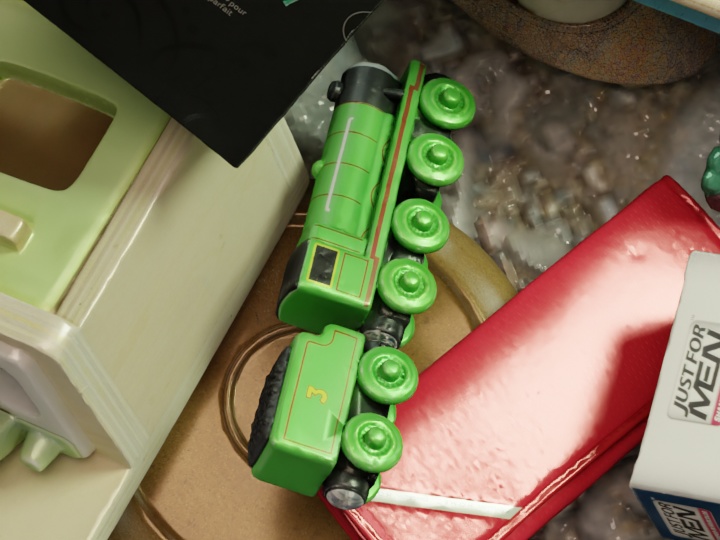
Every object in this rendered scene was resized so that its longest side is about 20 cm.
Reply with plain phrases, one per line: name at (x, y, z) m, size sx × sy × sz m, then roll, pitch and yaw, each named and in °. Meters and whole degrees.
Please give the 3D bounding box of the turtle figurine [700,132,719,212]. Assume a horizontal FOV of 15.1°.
turtle figurine at (0.243, -0.025, 1.063) m, size 0.200 × 0.101 × 0.150 m, roll 24°, pitch 42°, yaw 22°

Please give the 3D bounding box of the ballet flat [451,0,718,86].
ballet flat at (0.056, -0.138, 1.120) m, size 0.200 × 0.067 × 0.068 m, roll 26°, pitch 76°, yaw 9°

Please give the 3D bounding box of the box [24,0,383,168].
box at (-0.015, -0.166, 0.945) m, size 0.124 × 0.200 × 0.149 m, roll 38°, pitch 38°, yaw -7°

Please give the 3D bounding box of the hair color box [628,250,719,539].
hair color box at (0.211, 0.061, 1.006) m, size 0.200 × 0.061 × 0.100 m, roll 9°, pitch 69°, yaw 22°

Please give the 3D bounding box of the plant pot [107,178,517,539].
plant pot at (-0.022, 0.054, 1.086) m, size 0.200 × 0.027 × 0.201 m, roll -1°, pitch 73°, yaw 2°

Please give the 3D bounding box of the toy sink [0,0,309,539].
toy sink at (-0.130, -0.002, 1.038) m, size 0.130 × 0.112 × 0.200 m, roll 21°, pitch 69°, yaw 23°

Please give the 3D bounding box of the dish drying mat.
dish drying mat at (0.075, 0.047, 1.067) m, size 0.200 × 0.018 × 0.077 m, roll -38°, pitch 85°, yaw -20°

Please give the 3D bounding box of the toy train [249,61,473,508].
toy train at (0.000, 0.000, 1.043) m, size 0.056 × 0.042 × 0.200 m, roll 18°, pitch 55°, yaw -8°

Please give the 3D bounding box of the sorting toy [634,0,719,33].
sorting toy at (0.167, -0.130, 1.082) m, size 0.200 × 0.037 × 0.185 m, roll 17°, pitch 33°, yaw 5°
